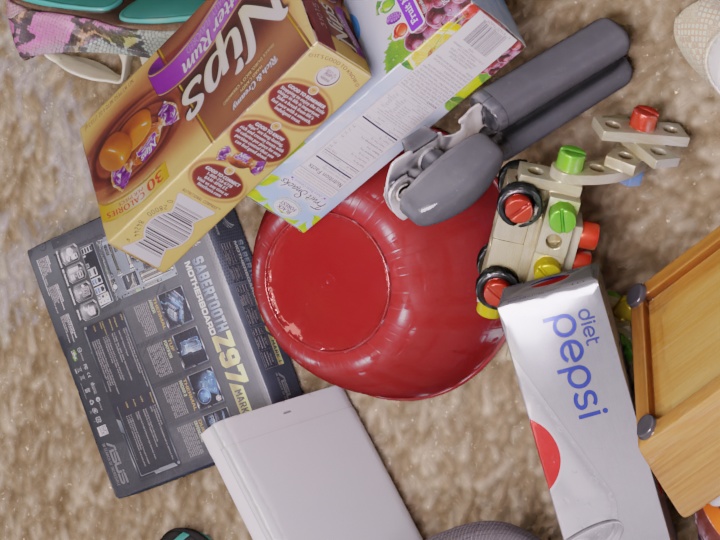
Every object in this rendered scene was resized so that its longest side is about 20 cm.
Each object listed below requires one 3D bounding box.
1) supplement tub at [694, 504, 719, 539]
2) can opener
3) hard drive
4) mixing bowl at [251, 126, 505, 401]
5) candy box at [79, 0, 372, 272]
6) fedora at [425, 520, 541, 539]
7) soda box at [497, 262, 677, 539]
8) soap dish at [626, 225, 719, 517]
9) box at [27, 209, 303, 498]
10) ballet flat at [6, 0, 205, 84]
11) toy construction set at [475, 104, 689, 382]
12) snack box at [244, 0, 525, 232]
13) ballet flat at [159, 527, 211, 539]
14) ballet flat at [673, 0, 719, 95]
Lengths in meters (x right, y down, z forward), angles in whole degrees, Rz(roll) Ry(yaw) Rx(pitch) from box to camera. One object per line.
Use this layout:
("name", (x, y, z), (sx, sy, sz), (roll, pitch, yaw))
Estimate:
("supplement tub", (0.283, 0.138, 1.497), (0.107, 0.107, 0.201), (39, 113, 16))
("can opener", (0.102, -0.088, 1.509), (0.067, 0.199, 0.054), (43, 156, 38))
("hard drive", (-0.016, 0.183, 1.630), (0.026, 0.132, 0.201), (-39, 73, 40))
("mixing bowl", (0.000, 0.000, 1.619), (0.199, 0.108, 0.202), (5, 100, 27))
("candy box", (-0.090, -0.107, 1.525), (0.200, 0.056, 0.117), (-43, 42, 23))
("fedora", (0.070, 0.265, 1.547), (0.090, 0.176, 0.201), (163, 103, -70))
("soda box", (0.145, 0.102, 1.490), (0.068, 0.063, 0.201), (-15, 99, 9))
("soap dish", (0.246, 0.034, 1.432), (0.081, 0.158, 0.200), (28, 132, -25))
("box", (-0.140, 0.048, 1.730), (0.157, 0.051, 0.201), (-23, 87, 28))
("ballet flat", (-0.167, -0.168, 1.705), (0.199, 0.069, 0.072), (7, 119, 27))
("toy construction set", (0.144, -0.012, 1.541), (0.130, 0.092, 0.201), (12, 104, -3))
("snack box", (-0.006, -0.152, 1.562), (0.200, 0.068, 0.169), (-41, 44, 20))
("ballet flat", (-0.152, 0.289, 1.766), (0.068, 0.068, 0.201), (11, 104, 24))
("ballet flat", (0.276, -0.111, 1.484), (0.200, 0.062, 0.068), (36, 112, 18))
